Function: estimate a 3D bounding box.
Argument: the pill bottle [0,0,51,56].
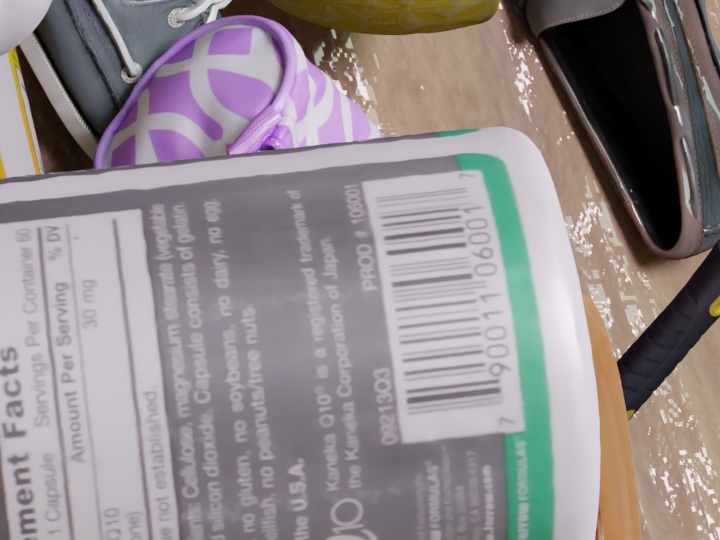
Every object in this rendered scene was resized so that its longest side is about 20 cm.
[{"bbox_3d":[-0.122,-0.119,0.635,0.114,0.114,0.200,27,60,-34],"label":"pill bottle"}]

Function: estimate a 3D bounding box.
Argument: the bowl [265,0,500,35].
[{"bbox_3d":[-0.035,-0.165,0.893,0.108,0.200,0.200,-19,81,-8],"label":"bowl"}]

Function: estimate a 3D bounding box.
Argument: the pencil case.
[{"bbox_3d":[0.000,0.000,0.849,0.200,0.085,0.084,43,73,-38],"label":"pencil case"}]

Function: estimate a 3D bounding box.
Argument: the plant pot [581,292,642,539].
[{"bbox_3d":[0.002,0.079,0.729,0.200,0.140,0.200,-6,90,-77],"label":"plant pot"}]

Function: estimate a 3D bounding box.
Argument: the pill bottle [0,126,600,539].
[{"bbox_3d":[-0.053,0.032,0.591,0.200,0.113,0.113,-6,68,-5],"label":"pill bottle"}]

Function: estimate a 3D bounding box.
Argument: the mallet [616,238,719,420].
[{"bbox_3d":[0.070,0.064,0.835,0.066,0.200,0.041,13,38,-47],"label":"mallet"}]

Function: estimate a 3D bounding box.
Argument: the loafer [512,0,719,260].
[{"bbox_3d":[0.103,-0.098,1.051,0.063,0.072,0.200,-36,98,-43],"label":"loafer"}]

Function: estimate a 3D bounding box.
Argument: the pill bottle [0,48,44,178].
[{"bbox_3d":[-0.147,-0.030,0.720,0.113,0.113,0.200,1,69,-46],"label":"pill bottle"}]

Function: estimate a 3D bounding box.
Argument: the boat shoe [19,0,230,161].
[{"bbox_3d":[-0.073,-0.090,0.839,0.200,0.062,0.073,53,37,-37],"label":"boat shoe"}]
